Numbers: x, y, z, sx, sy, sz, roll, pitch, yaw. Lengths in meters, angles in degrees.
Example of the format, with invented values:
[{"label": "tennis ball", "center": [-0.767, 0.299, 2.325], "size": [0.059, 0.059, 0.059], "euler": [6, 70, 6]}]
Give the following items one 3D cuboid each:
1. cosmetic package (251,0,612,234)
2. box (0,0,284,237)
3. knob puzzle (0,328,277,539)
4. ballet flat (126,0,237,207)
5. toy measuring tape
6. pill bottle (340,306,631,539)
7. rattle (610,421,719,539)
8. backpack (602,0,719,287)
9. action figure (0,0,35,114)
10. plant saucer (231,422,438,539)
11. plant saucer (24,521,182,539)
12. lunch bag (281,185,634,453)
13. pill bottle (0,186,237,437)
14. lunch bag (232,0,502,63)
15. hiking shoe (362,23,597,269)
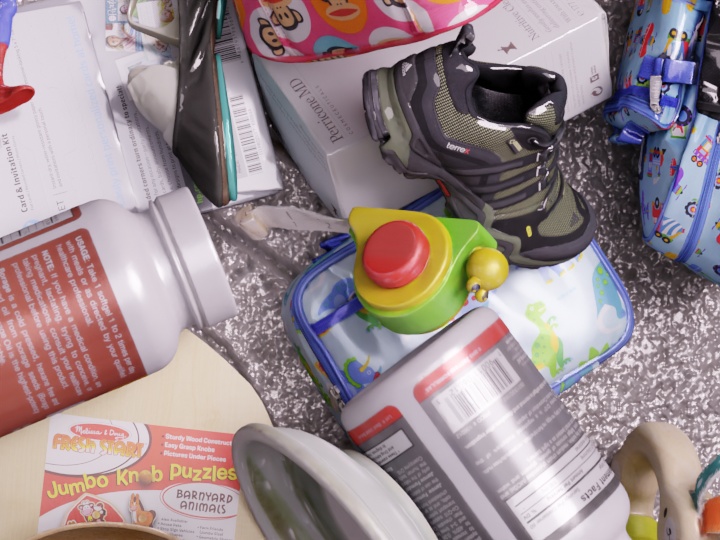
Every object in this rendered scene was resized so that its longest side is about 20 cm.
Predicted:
[{"label": "cosmetic package", "center": [0.045, -0.123, 1.728], "size": [0.199, 0.081, 0.113], "euler": [-28, 51, -13]}, {"label": "box", "center": [-0.164, -0.098, 1.729], "size": [0.199, 0.041, 0.157], "euler": [-16, 90, -13]}, {"label": "knob puzzle", "center": [-0.138, 0.127, 1.728], "size": [0.218, 0.030, 0.221], "euler": [0, 88, -10]}, {"label": "ballet flat", "center": [-0.110, -0.136, 1.694], "size": [0.068, 0.068, 0.202], "euler": [-1, 76, -1]}, {"label": "toy measuring tape", "center": [0.000, 0.000, 1.659], "size": [0.199, 0.073, 0.074], "euler": [6, 85, 34]}, {"label": "pill bottle", "center": [0.088, 0.132, 1.640], "size": [0.116, 0.116, 0.201], "euler": [-36, 90, -11]}, {"label": "rattle", "center": [0.158, 0.150, 1.699], "size": [0.142, 0.200, 0.131], "euler": [17, 84, -10]}, {"label": "backpack", "center": [0.225, -0.092, 1.744], "size": [0.134, 0.183, 0.201], "euler": [14, 96, -2]}, {"label": "action figure", "center": [-0.227, -0.196, 1.687], "size": [0.065, 0.052, 0.201], "euler": [25, 46, -44]}, {"label": "plant saucer", "center": [0.002, 0.164, 1.642], "size": [0.050, 0.200, 0.201], "euler": [-35, 94, -20]}, {"label": "plant saucer", "center": [-0.162, 0.239, 1.691], "size": [0.199, 0.035, 0.202], "euler": [-3, 110, -7]}, {"label": "lunch bag", "center": [0.058, 0.026, 1.748], "size": [0.199, 0.082, 0.161], "euler": [-30, 90, -12]}, {"label": "pill bottle", "center": [-0.180, 0.026, 1.659], "size": [0.199, 0.112, 0.113], "euler": [-22, 92, -4]}, {"label": "lunch bag", "center": [0.030, -0.201, 1.649], "size": [0.176, 0.199, 0.082], "euler": [-43, 117, -39]}, {"label": "hiking shoe", "center": [0.093, -0.070, 1.640], "size": [0.200, 0.100, 0.076], "euler": [34, 42, -39]}]
